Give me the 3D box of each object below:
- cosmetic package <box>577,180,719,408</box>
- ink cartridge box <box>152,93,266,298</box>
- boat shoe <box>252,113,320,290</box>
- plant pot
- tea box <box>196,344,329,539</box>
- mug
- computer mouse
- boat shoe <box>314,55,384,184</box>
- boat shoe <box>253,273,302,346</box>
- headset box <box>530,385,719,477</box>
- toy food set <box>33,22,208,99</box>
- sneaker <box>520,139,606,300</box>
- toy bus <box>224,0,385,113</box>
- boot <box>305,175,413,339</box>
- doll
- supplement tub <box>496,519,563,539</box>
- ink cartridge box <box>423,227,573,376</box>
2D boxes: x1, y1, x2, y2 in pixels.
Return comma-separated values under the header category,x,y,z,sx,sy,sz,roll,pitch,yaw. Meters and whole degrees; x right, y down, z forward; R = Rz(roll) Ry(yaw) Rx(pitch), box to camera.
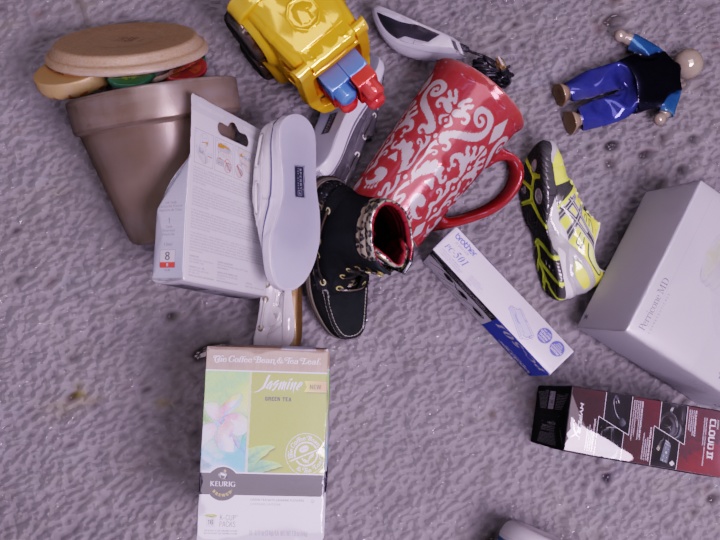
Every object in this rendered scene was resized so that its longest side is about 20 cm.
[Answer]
category,x,y,z,sx,sy,sz,roll,pitch,yaw
cosmetic package,0.406,0.033,1.014,0.199,0.123,0.200,30,82,-9
ink cartridge box,-0.163,-0.075,0.949,0.050,0.162,0.201,-5,80,25
boat shoe,-0.090,-0.076,0.970,0.073,0.065,0.201,12,79,-41
plant pot,-0.230,-0.127,1.001,0.199,0.200,0.174,-9,100,-4
tea box,-0.101,0.185,0.944,0.133,0.200,0.198,1,83,-2
mug,0.104,-0.126,1.035,0.177,0.133,0.200,38,85,4
computer mouse,0.097,-0.281,1.082,0.199,0.110,0.044,27,104,12
boat shoe,-0.010,-0.180,1.066,0.066,0.070,0.201,46,53,-38
boat shoe,-0.108,-0.003,1.034,0.069,0.071,0.201,-1,81,3
headset box,0.318,0.186,0.993,0.199,0.149,0.078,11,82,-2
toy food set,-0.277,-0.254,1.017,0.197,0.200,0.049,0,119,3
sneaker,0.255,-0.066,1.069,0.076,0.075,0.201,-11,93,-13
toy bus,-0.046,-0.255,1.002,0.136,0.200,0.192,-40,84,-2
boot,-0.001,0.000,0.973,0.073,0.154,0.205,-15,109,-28
doll,0.355,-0.248,1.104,0.199,0.048,0.137,-19,85,-5
supplement tub,0.194,0.403,0.958,0.144,0.145,0.201,24,81,0
ink cartridge box,0.163,0.041,1.031,0.044,0.094,0.200,-43,87,-8
